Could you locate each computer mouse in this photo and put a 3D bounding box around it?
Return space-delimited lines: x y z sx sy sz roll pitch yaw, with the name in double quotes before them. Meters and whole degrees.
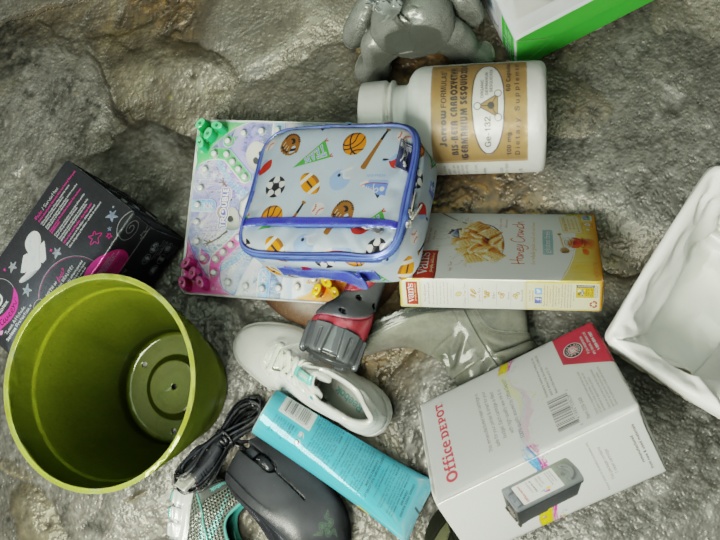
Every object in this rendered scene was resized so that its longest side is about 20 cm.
"computer mouse" -0.088 0.232 0.885 0.199 0.053 0.138 41 55 9

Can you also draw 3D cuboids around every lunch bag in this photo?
"lunch bag" -0.021 -0.064 0.839 0.196 0.076 0.163 2 65 28

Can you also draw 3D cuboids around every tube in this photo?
"tube" -0.019 0.199 0.882 0.198 0.051 0.078 32 57 3

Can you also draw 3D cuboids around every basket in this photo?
"basket" 0.340 0.024 0.821 0.134 0.123 0.202 33 89 14

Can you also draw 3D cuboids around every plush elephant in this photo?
"plush elephant" 0.049 -0.313 0.904 0.161 0.200 0.159 -5 76 17

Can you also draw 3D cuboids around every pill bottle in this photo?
"pill bottle" 0.099 -0.161 0.902 0.195 0.114 0.117 -1 81 11

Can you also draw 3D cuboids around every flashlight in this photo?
"flashlight" 0.000 0.000 0.873 0.067 0.068 0.204 18 74 5

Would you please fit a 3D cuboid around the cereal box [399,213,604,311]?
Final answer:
"cereal box" 0.144 -0.013 0.861 0.195 0.145 0.040 1 120 10

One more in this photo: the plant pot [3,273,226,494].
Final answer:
"plant pot" -0.231 0.120 0.882 0.195 0.193 0.206 -2 80 10

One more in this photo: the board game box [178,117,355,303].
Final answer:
"board game box" -0.103 -0.070 0.936 0.195 0.026 0.205 3 82 11

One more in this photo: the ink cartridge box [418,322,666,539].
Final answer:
"ink cartridge box" 0.164 0.156 0.796 0.197 0.148 0.086 -29 115 12

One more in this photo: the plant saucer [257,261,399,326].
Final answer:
"plant saucer" -0.041 -0.037 0.951 0.195 0.037 0.206 -2 81 10

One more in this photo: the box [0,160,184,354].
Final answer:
"box" -0.319 0.003 0.950 0.114 0.132 0.202 35 89 18

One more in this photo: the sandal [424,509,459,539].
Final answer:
"sandal" 0.152 0.230 0.860 0.200 0.080 0.058 -40 112 -1

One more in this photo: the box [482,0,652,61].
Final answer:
"box" 0.222 -0.354 0.920 0.197 0.097 0.180 -24 80 7

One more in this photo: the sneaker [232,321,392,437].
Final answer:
"sneaker" -0.057 0.111 0.903 0.197 0.088 0.076 26 88 14

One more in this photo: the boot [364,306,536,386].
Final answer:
"boot" 0.097 0.094 0.889 0.196 0.068 0.134 -18 83 8

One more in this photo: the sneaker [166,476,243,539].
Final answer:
"sneaker" -0.163 0.319 0.901 0.089 0.078 0.205 3 83 7
